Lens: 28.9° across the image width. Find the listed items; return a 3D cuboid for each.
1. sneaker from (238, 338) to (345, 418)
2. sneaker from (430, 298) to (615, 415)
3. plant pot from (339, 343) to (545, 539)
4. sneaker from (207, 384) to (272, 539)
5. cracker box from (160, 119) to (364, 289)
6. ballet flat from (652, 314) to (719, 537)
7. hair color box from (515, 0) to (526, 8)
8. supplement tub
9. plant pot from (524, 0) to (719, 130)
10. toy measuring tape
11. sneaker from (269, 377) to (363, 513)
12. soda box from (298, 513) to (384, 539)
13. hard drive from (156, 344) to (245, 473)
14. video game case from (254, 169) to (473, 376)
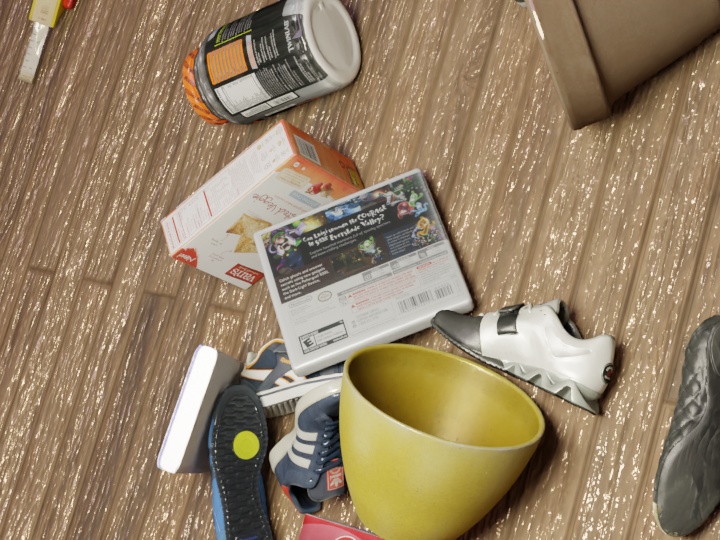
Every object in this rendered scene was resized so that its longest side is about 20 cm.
[{"bbox_3d":[-0.058,0.108,1.519,0.198,0.078,0.080,-13,70,36],"label":"sneaker"},{"bbox_3d":[0.162,0.063,1.367,0.199,0.074,0.089,23,88,32],"label":"sneaker"},{"bbox_3d":[0.062,0.180,1.341,0.199,0.199,0.144,34,116,41],"label":"plant pot"},{"bbox_3d":[-0.137,0.225,1.520,0.078,0.065,0.203,174,92,-69],"label":"sneaker"},{"bbox_3d":[-0.111,-0.070,1.594,0.199,0.133,0.058,-37,54,23],"label":"cracker box"},{"bbox_3d":[0.305,0.139,1.245,0.066,0.057,0.202,17,84,-2],"label":"ballet flat"},{"bbox_3d":[0.230,-0.345,1.448,0.198,0.099,0.061,-13,66,35],"label":"hair color box"},{"bbox_3d":[-0.109,-0.249,1.669,0.198,0.122,0.124,-16,64,33],"label":"supplement tub"},{"bbox_3d":[0.251,-0.261,1.357,0.173,0.200,0.202,-21,59,11],"label":"plant pot"},{"bbox_3d":[-0.457,-0.375,2.048,0.073,0.073,0.202,37,115,41],"label":"toy measuring tape"},{"bbox_3d":[-0.033,0.184,1.442,0.085,0.074,0.201,66,151,27],"label":"sneaker"},{"bbox_3d":[0.027,0.297,1.383,0.198,0.070,0.064,8,77,40],"label":"soda box"},{"bbox_3d":[-0.170,0.155,1.524,0.025,0.200,0.133,18,84,6],"label":"hard drive"},{"bbox_3d":[0.000,0.000,1.489,0.198,0.023,0.183,-21,57,3],"label":"video game case"}]
